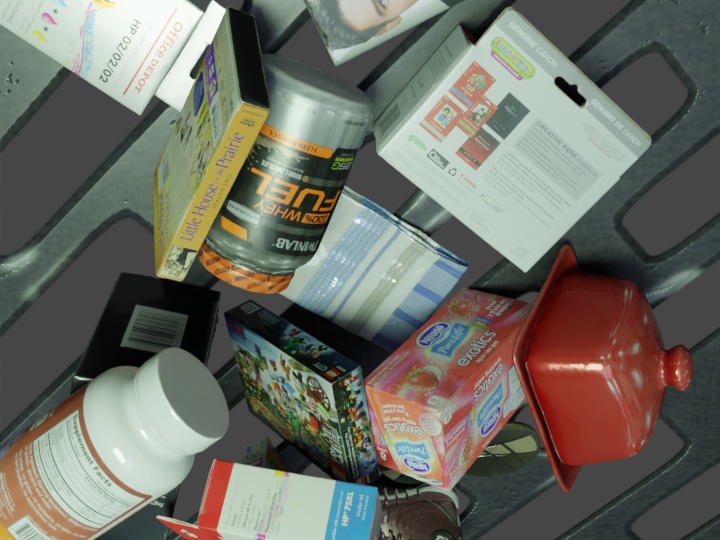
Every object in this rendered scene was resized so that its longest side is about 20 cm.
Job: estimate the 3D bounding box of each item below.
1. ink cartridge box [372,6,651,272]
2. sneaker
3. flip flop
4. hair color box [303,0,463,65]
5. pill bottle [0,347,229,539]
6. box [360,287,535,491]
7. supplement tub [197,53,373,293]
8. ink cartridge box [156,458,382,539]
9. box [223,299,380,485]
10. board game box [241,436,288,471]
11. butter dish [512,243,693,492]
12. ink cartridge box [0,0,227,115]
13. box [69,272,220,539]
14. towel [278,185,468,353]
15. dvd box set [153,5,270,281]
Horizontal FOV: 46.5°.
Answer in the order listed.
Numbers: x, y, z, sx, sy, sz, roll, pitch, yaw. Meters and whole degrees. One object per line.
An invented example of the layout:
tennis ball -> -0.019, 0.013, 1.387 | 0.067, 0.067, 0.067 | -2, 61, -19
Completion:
ink cartridge box -> 0.143, -0.130, 0.803 | 0.200, 0.084, 0.176 | 37, 111, -20
sneaker -> 0.036, 0.321, 0.994 | 0.198, 0.116, 0.076 | -3, 137, -15
flip flop -> 0.114, 0.207, 1.000 | 0.199, 0.058, 0.081 | -16, 123, 23
hair color box -> 0.044, -0.274, 0.736 | 0.199, 0.061, 0.099 | -25, 117, 11
pill bottle -> -0.211, 0.151, 0.695 | 0.199, 0.112, 0.112 | -34, 114, 15
box -> 0.099, 0.114, 0.859 | 0.094, 0.200, 0.103 | 13, 126, 35
supplement tub -> -0.077, -0.088, 0.785 | 0.122, 0.123, 0.201 | 19, 111, -12
ink cartridge box -> -0.082, 0.237, 0.812 | 0.198, 0.068, 0.116 | 8, 153, 8
box -> -0.064, 0.126, 0.872 | 0.038, 0.199, 0.138 | -26, 122, -30
board game box -> -0.084, 0.318, 0.999 | 0.034, 0.135, 0.201 | -22, 117, 9
butter dish -> 0.259, 0.097, 0.848 | 0.147, 0.200, 0.201 | -3, 123, 36
ink cartridge box -> -0.212, -0.224, 0.744 | 0.199, 0.068, 0.115 | 32, 112, -18
box -> -0.226, 0.142, 0.863 | 0.116, 0.197, 0.201 | 12, 117, -8
towel -> 0.000, 0.000, 0.899 | 0.199, 0.024, 0.147 | 30, 113, -17
dvd box set -> -0.138, -0.110, 0.743 | 0.029, 0.147, 0.200 | 14, 129, -27
